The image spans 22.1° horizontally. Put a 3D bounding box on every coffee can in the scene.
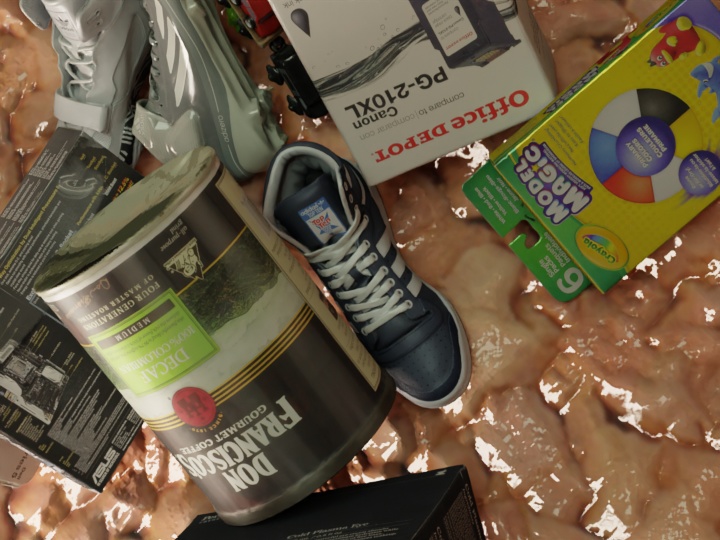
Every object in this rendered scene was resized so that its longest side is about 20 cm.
[{"bbox_3d":[-0.093,0.042,1.192,0.146,0.146,0.200,-35,106,9],"label":"coffee can"}]

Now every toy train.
[{"bbox_3d":[-0.076,-0.188,1.275,0.034,0.200,0.046,-39,24,-13],"label":"toy train"}]

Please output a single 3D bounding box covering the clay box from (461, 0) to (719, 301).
[{"bbox_3d":[0.174,-0.076,1.195,0.200,0.048,0.115,-42,100,6],"label":"clay box"}]

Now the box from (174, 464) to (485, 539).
[{"bbox_3d":[-0.031,0.211,1.146,0.199,0.182,0.105,-13,98,18],"label":"box"}]

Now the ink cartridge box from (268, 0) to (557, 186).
[{"bbox_3d":[0.028,-0.176,1.216,0.144,0.201,0.084,-22,29,14],"label":"ink cartridge box"}]

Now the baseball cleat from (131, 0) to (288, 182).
[{"bbox_3d":[-0.134,-0.148,1.309,0.106,0.070,0.201,-26,99,18],"label":"baseball cleat"}]

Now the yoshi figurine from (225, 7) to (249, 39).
[{"bbox_3d":[-0.081,-0.232,1.326,0.200,0.112,0.113,38,99,27],"label":"yoshi figurine"}]

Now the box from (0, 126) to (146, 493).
[{"bbox_3d":[-0.192,0.028,1.261,0.050,0.158,0.201,14,70,58],"label":"box"}]

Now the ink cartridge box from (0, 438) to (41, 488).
[{"bbox_3d":[-0.303,0.046,1.352,0.199,0.084,0.146,28,88,24],"label":"ink cartridge box"}]

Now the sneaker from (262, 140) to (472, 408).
[{"bbox_3d":[0.000,0.000,1.236,0.070,0.108,0.201,-33,68,11],"label":"sneaker"}]

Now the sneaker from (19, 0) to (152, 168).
[{"bbox_3d":[-0.204,-0.145,1.339,0.075,0.115,0.201,17,83,34],"label":"sneaker"}]
